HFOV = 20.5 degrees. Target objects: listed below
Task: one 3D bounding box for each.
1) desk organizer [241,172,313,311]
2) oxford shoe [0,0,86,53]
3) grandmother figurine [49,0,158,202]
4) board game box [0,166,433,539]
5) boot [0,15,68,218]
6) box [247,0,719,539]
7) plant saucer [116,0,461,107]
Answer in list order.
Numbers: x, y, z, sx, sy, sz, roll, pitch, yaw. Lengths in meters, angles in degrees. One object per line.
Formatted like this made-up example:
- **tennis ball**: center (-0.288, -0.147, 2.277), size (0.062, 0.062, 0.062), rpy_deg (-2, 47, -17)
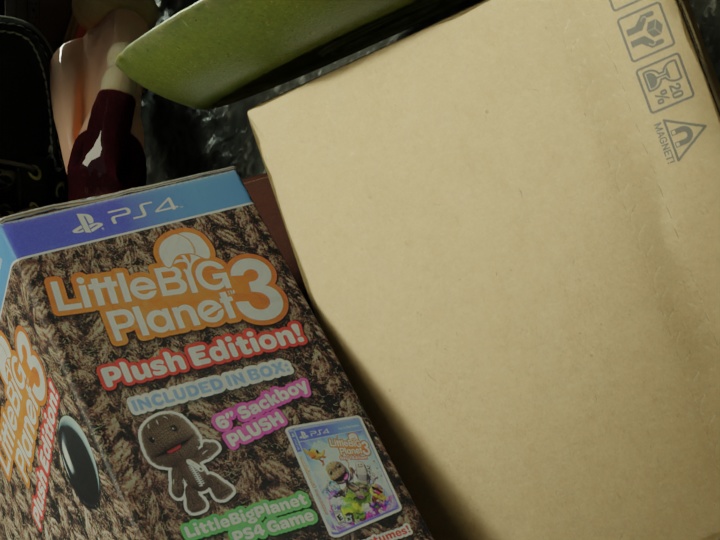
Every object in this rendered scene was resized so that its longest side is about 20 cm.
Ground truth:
- **desk organizer**: center (0.000, 0.000, 0.809), size (0.199, 0.071, 0.078), rpy_deg (-12, 67, 47)
- **oxford shoe**: center (-0.205, -0.079, 1.067), size (0.071, 0.072, 0.201), rpy_deg (26, 99, 49)
- **grandmother figurine**: center (-0.120, -0.046, 0.924), size (0.201, 0.060, 0.122), rpy_deg (-94, 1, -51)
- **board game box**: center (-0.064, 0.095, 0.725), size (0.201, 0.096, 0.160), rpy_deg (61, 149, 27)
- **boot**: center (-0.169, -0.020, 0.962), size (0.154, 0.073, 0.205), rpy_deg (-157, 70, -74)
- **box**: center (0.062, 0.006, 0.683), size (0.163, 0.021, 0.201), rpy_deg (-22, 81, 20)
- **plant saucer**: center (0.004, -0.106, 0.755), size (0.199, 0.200, 0.031), rpy_deg (-22, 93, 44)
